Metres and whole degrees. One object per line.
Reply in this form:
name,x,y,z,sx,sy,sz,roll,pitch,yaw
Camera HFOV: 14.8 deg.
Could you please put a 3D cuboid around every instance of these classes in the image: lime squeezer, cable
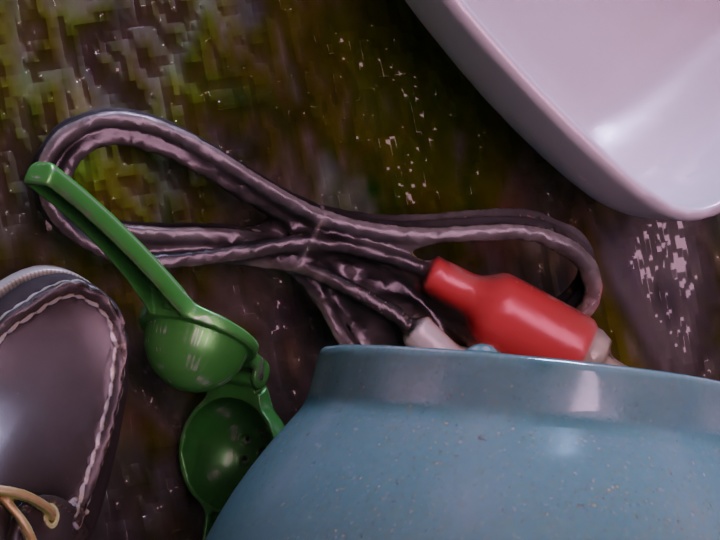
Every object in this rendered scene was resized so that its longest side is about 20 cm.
lime squeezer,-0.055,0.042,0.816,0.071,0.038,0.200,-31,124,-33
cable,0.000,0.000,0.847,0.200,0.050,0.097,35,95,-20

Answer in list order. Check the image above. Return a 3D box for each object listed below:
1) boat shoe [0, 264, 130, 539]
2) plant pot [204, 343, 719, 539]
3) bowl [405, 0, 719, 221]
boat shoe,-0.116,0.087,0.787,0.072,0.061,0.201,32,73,-18
plant pot,0.041,0.091,0.774,0.200,0.200,0.134,7,86,-23
bowl,0.086,-0.133,0.895,0.200,0.075,0.200,-45,103,-22
